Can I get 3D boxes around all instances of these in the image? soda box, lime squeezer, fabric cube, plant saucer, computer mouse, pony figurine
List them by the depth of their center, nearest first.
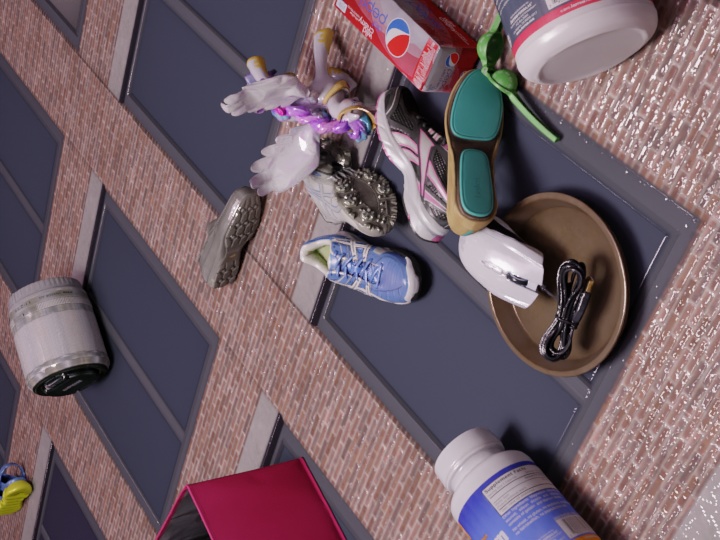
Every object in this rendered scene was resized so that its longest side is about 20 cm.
[{"bbox_3d":[0.214,0.014,1.175,0.200,0.029,0.200,13,107,51],"label":"plant saucer"},{"bbox_3d":[0.164,0.004,1.180,0.200,0.044,0.110,39,126,41],"label":"computer mouse"},{"bbox_3d":[0.168,-0.228,1.200,0.071,0.038,0.200,-14,83,20],"label":"lime squeezer"},{"bbox_3d":[0.054,-0.291,1.295,0.200,0.070,0.063,52,132,34],"label":"soda box"},{"bbox_3d":[-0.078,-0.212,1.386,0.200,0.193,0.167,-118,8,-45],"label":"pony figurine"},{"bbox_3d":[-0.160,0.420,1.585,0.196,0.199,0.200,57,135,28],"label":"fabric cube"}]

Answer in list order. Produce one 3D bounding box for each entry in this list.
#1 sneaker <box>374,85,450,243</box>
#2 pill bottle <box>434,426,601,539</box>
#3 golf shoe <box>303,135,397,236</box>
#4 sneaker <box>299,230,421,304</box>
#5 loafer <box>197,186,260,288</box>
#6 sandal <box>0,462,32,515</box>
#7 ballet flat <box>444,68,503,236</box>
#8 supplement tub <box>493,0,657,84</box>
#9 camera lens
[{"bbox_3d":[0.088,-0.136,1.293,0.086,0.080,0.200,-28,71,26],"label":"sneaker"},{"bbox_3d":[0.171,0.272,1.205,0.200,0.112,0.112,48,131,36],"label":"pill bottle"},{"bbox_3d":[-0.015,-0.091,1.433,0.200,0.078,0.097,51,150,41],"label":"golf shoe"},{"bbox_3d":[0.000,0.000,1.408,0.200,0.077,0.076,19,109,48],"label":"sneaker"},{"bbox_3d":[-0.208,-0.057,1.671,0.070,0.070,0.200,49,133,24],"label":"loafer"},{"bbox_3d":[-0.836,0.519,2.573,0.200,0.079,0.087,-43,59,37],"label":"sandal"},{"bbox_3d":[0.119,-0.130,1.211,0.063,0.069,0.200,120,160,-63],"label":"ballet flat"},{"bbox_3d":[0.193,-0.297,1.060,0.140,0.140,0.200,-32,71,50],"label":"supplement tub"},{"bbox_3d":[-0.586,0.133,2.113,0.160,0.160,0.200,-43,62,46],"label":"camera lens"}]
